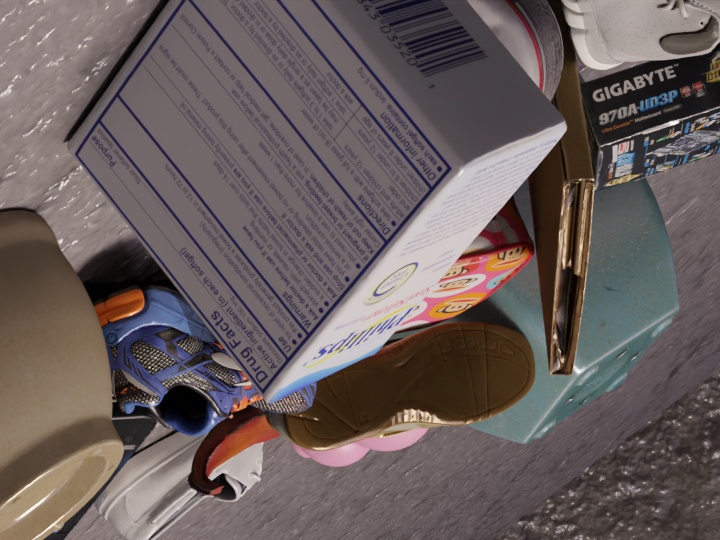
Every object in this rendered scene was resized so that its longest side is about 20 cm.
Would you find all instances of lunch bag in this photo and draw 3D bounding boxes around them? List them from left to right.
[{"bbox_3d":[0.000,0.000,1.772,0.199,0.082,0.176,-7,159,-29],"label":"lunch bag"}]

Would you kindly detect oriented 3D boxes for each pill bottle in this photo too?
[{"bbox_3d":[0.061,-0.123,1.560,0.111,0.111,0.200,-43,180,15],"label":"pill bottle"}]

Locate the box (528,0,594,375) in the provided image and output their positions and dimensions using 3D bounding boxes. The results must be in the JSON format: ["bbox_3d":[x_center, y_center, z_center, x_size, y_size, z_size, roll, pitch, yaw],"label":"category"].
[{"bbox_3d":[0.125,-0.060,1.696,0.021,0.201,0.164,-1,133,-2],"label":"box"}]

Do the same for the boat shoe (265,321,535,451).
[{"bbox_3d":[0.025,0.077,1.840,0.199,0.075,0.066,-9,-176,-27],"label":"boat shoe"}]

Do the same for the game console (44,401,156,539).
[{"bbox_3d":[-0.231,0.185,1.745,0.175,0.117,0.200,-1,148,-34],"label":"game console"}]

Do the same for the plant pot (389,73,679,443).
[{"bbox_3d":[0.117,0.007,1.969,0.196,0.200,0.196,-29,164,-34],"label":"plant pot"}]

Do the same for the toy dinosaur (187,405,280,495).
[{"bbox_3d":[-0.068,0.097,1.897,0.181,0.201,0.105,17,146,-37],"label":"toy dinosaur"}]

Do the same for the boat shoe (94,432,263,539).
[{"bbox_3d":[-0.115,0.152,2.088,0.199,0.069,0.072,-28,163,-38],"label":"boat shoe"}]

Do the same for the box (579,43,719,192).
[{"bbox_3d":[0.224,-0.109,1.773,0.158,0.046,0.200,-18,172,2],"label":"box"}]

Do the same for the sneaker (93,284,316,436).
[{"bbox_3d":[-0.099,0.070,1.677,0.075,0.079,0.199,-20,156,35],"label":"sneaker"}]

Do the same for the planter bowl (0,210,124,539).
[{"bbox_3d":[-0.215,0.083,1.472,0.200,0.135,0.200,-37,167,-10],"label":"planter bowl"}]

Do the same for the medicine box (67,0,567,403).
[{"bbox_3d":[-0.026,-0.068,1.386,0.103,0.182,0.200,-22,158,-50],"label":"medicine box"}]

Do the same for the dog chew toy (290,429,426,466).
[{"bbox_3d":[0.024,0.089,2.166,0.200,0.125,0.124,-36,168,19],"label":"dog chew toy"}]

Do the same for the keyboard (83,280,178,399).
[{"bbox_3d":[-0.160,0.052,1.720,0.104,0.040,0.200,-45,165,17],"label":"keyboard"}]

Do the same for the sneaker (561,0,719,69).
[{"bbox_3d":[0.169,-0.187,1.581,0.200,0.115,0.075,52,47,-58],"label":"sneaker"}]
